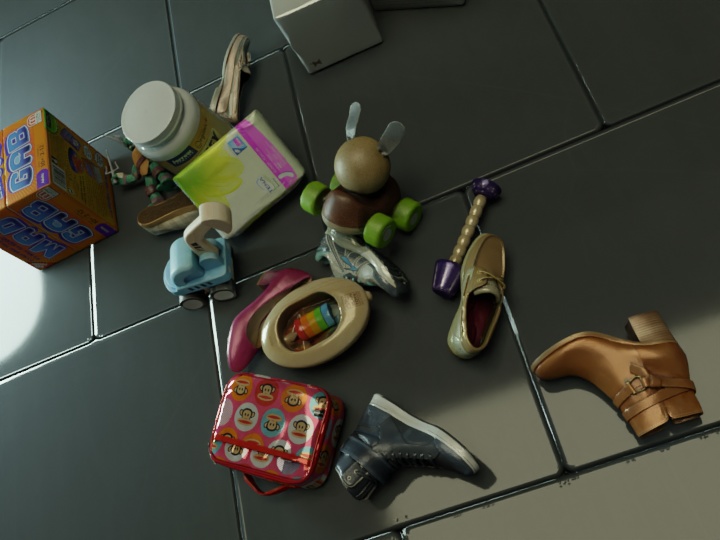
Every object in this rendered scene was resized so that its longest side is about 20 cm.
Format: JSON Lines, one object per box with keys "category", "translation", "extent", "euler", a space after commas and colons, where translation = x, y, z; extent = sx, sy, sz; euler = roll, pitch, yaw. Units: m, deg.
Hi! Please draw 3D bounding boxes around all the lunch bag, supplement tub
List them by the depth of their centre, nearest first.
{"category": "lunch bag", "translation": [-0.135, 0.259, 1.188], "extent": [0.200, 0.082, 0.176], "euler": [6, 73, 27]}
{"category": "supplement tub", "translation": [-0.338, -0.257, 1.441], "extent": [0.144, 0.200, 0.145], "euler": [-7, 72, 24]}

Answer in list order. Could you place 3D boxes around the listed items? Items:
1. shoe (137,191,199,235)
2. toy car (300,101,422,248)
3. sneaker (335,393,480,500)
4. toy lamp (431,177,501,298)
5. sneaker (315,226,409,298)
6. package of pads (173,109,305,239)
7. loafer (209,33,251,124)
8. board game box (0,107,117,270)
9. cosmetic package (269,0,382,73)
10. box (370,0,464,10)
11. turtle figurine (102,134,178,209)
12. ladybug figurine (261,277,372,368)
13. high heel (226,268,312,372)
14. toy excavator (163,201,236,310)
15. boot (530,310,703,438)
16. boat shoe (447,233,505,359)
{"category": "shoe", "translation": [-0.331, -0.120, 1.473], "extent": [0.200, 0.053, 0.070], "euler": [-19, 45, 8]}
{"category": "toy car", "translation": [0.013, -0.167, 1.236], "extent": [0.164, 0.200, 0.158], "euler": [28, 37, 25]}
{"category": "sneaker", "translation": [0.058, 0.279, 1.084], "extent": [0.202, 0.077, 0.146], "euler": [21, 64, 40]}
{"category": "toy lamp", "translation": [0.167, -0.050, 1.220], "extent": [0.058, 0.058, 0.200], "euler": [16, 70, 29]}
{"category": "sneaker", "translation": [0.000, 0.000, 1.267], "extent": [0.200, 0.078, 0.086], "euler": [40, 98, 39]}
{"category": "package of pads", "translation": [-0.216, -0.170, 1.395], "extent": [0.200, 0.068, 0.155], "euler": [-39, 98, 1]}
{"category": "loafer", "translation": [-0.252, -0.389, 1.565], "extent": [0.063, 0.072, 0.200], "euler": [13, 77, 10]}
{"category": "board game box", "translation": [-0.642, -0.159, 1.533], "extent": [0.200, 0.200, 0.200], "euler": [-25, 59, 11]}
{"category": "cosmetic package", "translation": [-0.077, -0.536, 1.494], "extent": [0.166, 0.167, 0.200], "euler": [-20, 60, 13]}
{"category": "box", "translation": [0.108, -0.637, 1.460], "extent": [0.200, 0.171, 0.199], "euler": [5, 68, 26]}
{"category": "turtle figurine", "translation": [-0.440, -0.214, 1.524], "extent": [0.101, 0.150, 0.200], "euler": [-24, 64, -32]}
{"category": "ladybug figurine", "translation": [-0.065, 0.088, 1.237], "extent": [0.200, 0.072, 0.136], "euler": [-25, 65, 13]}
{"category": "high heel", "translation": [-0.152, 0.084, 1.285], "extent": [0.096, 0.067, 0.200], "euler": [2, 53, 35]}
{"category": "toy excavator", "translation": [-0.276, -0.029, 1.313], "extent": [0.194, 0.200, 0.100], "euler": [-17, 61, 15]}
{"category": "boot", "translation": [0.346, 0.155, 1.034], "extent": [0.200, 0.074, 0.155], "euler": [-23, 63, 15]}
{"category": "boat shoe", "translation": [0.188, 0.036, 1.147], "extent": [0.074, 0.066, 0.200], "euler": [16, 77, -13]}
